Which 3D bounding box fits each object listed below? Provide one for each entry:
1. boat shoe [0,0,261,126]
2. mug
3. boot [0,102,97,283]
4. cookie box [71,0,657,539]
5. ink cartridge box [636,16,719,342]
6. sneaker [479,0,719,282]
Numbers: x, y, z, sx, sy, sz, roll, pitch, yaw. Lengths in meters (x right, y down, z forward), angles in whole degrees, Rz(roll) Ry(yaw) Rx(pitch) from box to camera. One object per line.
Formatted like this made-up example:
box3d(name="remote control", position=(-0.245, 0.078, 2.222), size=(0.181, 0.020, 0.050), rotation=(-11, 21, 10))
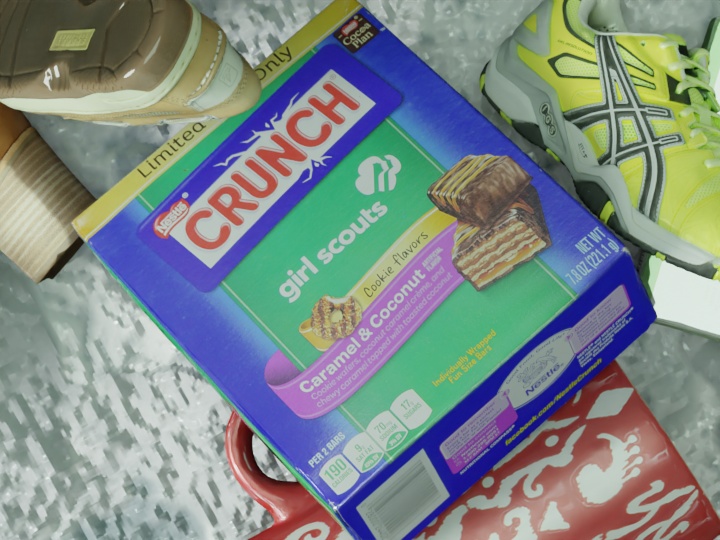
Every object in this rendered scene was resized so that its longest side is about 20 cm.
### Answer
box3d(name="boat shoe", position=(-0.111, -0.091, 1.233), size=(0.076, 0.200, 0.072), rotation=(28, 86, -31))
box3d(name="mug", position=(0.043, 0.112, 1.229), size=(0.200, 0.133, 0.178), rotation=(-33, 113, 2))
box3d(name="boot", position=(-0.238, -0.011, 1.283), size=(0.155, 0.077, 0.200), rotation=(41, 93, 2))
box3d(name="cookie box", position=(0.000, 0.000, 1.207), size=(0.171, 0.075, 0.200), rotation=(-41, 59, -8))
box3d(name="ink cartridge box", position=(0.238, -0.022, 1.255), size=(0.199, 0.048, 0.146), rotation=(16, 93, 3))
box3d(name="sneaker", position=(0.131, -0.062, 1.206), size=(0.200, 0.075, 0.077), rotation=(45, 112, 35))
